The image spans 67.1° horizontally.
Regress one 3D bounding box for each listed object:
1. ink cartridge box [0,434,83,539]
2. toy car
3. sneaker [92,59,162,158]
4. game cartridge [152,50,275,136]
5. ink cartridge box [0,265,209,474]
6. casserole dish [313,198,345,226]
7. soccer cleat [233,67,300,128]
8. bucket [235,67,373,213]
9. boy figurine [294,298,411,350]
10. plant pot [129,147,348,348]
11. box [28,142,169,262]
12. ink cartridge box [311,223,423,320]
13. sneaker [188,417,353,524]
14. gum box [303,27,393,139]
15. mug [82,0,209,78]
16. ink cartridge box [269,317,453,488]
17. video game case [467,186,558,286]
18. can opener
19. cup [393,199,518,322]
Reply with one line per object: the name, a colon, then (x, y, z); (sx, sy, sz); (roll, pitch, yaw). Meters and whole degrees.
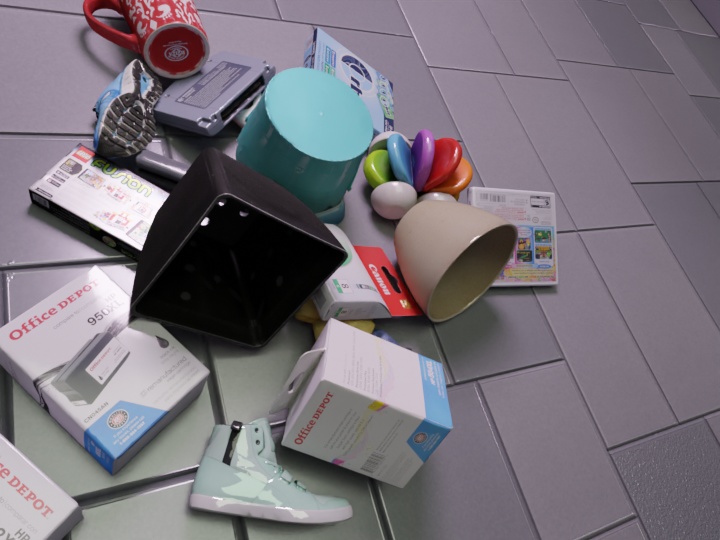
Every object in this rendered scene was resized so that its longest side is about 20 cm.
ink cartridge box: (-0.401, 0.267, 0.520); (0.145, 0.084, 0.200); (40, 53, 3)
toy car: (0.109, -0.185, 0.984); (0.199, 0.150, 0.175); (11, 58, -18)
sneaker: (-0.372, -0.239, 0.846); (0.078, 0.090, 0.200); (48, 31, -41)
game cartridge: (-0.252, -0.307, 0.929); (0.133, 0.042, 0.200); (17, 54, 24)
ink cartridge box: (-0.308, 0.115, 0.653); (0.200, 0.084, 0.145); (42, 52, 4)
casserole dish: (-0.102, -0.150, 0.937); (0.121, 0.039, 0.200); (-25, 74, -33)
soccer cleat: (-0.162, -0.320, 0.994); (0.085, 0.069, 0.200); (31, 58, -10)
bucket: (-0.085, -0.209, 0.866); (0.207, 0.135, 0.208); (12, 60, -22)
boy figurine: (-0.025, 0.094, 0.809); (0.200, 0.064, 0.124); (35, 52, -1)
plant pot: (-0.173, -0.043, 0.724); (0.200, 0.200, 0.178); (24, 27, -43)
box: (-0.352, -0.093, 0.789); (0.200, 0.035, 0.110); (31, 53, -5)
ink cartridge box: (0.000, 0.000, 0.840); (0.200, 0.050, 0.161); (0, 47, -37)
sneaker: (-0.098, 0.246, 0.673); (0.200, 0.074, 0.118); (15, 62, -13)
gum box: (-0.021, -0.347, 1.051); (0.200, 0.045, 0.170); (24, 51, -33)
mug: (-0.356, -0.424, 0.931); (0.177, 0.133, 0.200); (-32, 65, 9)
ink cartridge box: (-0.004, 0.166, 0.708); (0.200, 0.129, 0.125); (25, 29, -12)
video game case: (0.290, -0.061, 1.026); (0.200, 0.024, 0.183); (0, 88, -25)
can opener: (-0.254, -0.119, 0.839); (0.200, 0.053, 0.067); (20, 54, -11)
cup: (0.137, -0.035, 0.900); (0.200, 0.201, 0.143); (-24, 54, -34)
